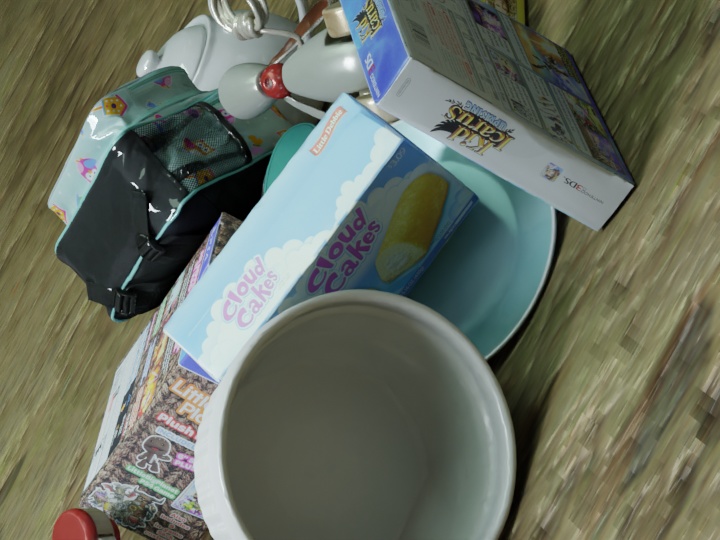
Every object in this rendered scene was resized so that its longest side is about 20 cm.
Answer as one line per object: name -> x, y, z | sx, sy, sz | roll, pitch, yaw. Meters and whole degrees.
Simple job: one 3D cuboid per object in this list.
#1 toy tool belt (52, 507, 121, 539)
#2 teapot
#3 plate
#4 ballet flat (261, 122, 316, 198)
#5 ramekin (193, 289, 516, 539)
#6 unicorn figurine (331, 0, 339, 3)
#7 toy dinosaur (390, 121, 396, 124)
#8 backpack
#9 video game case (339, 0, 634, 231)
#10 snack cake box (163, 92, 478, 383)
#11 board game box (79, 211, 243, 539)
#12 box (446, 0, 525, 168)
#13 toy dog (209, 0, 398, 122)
toy tool belt -> -0.213, 0.260, 1.819 | 0.125, 0.122, 0.201 | 48, 120, 32
teapot -> -0.128, -0.156, 2.063 | 0.197, 0.145, 0.201 | -4, 61, 63
plate -> 0.048, -0.013, 1.607 | 0.199, 0.026, 0.202 | -11, 67, 27
ballet flat -> -0.036, -0.026, 1.778 | 0.074, 0.074, 0.201 | -45, 30, 35
ramekin -> -0.011, 0.120, 1.471 | 0.105, 0.199, 0.202 | -30, 38, 66
unicorn figurine -> 0.009, -0.236, 1.896 | 0.137, 0.199, 0.074 | 16, 91, 36
toy dinosaur -> 0.004, -0.144, 1.835 | 0.200, 0.058, 0.102 | 137, 137, -75
backpack -> -0.143, -0.072, 1.893 | 0.154, 0.199, 0.176 | 51, 137, 20
video game case -> 0.078, -0.127, 1.553 | 0.046, 0.180, 0.200 | -54, 24, 21
snack cake box -> -0.025, -0.005, 1.561 | 0.067, 0.115, 0.201 | 39, 94, 34
board game box -> -0.120, 0.089, 1.801 | 0.200, 0.096, 0.160 | -53, 18, 38
box -> 0.083, -0.133, 1.717 | 0.075, 0.050, 0.201 | -46, 29, 36
toy dog -> -0.016, -0.160, 1.761 | 0.199, 0.096, 0.133 | 20, 122, 41
